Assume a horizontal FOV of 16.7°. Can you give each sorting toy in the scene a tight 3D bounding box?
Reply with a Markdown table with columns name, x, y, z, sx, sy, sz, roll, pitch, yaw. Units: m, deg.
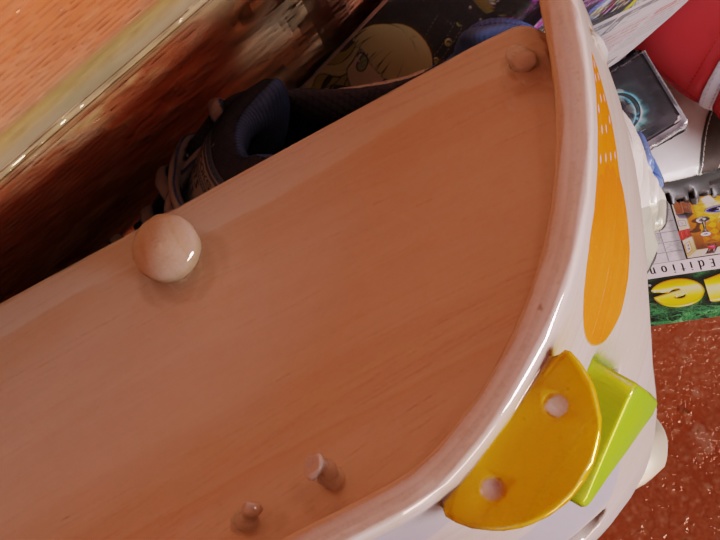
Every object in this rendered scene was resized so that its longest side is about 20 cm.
| name | x | y | z | sx | sy | sz | roll | pitch | yaw |
| --- | --- | --- | --- | --- | --- | --- | --- | --- | --- |
| sorting toy | -0.002 | 0.051 | 0.572 | 0.200 | 0.107 | 0.180 | -28 | 155 | 8 |

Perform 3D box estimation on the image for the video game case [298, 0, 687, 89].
| name | x | y | z | sx | sy | sz | roll | pitch | yaw |
| --- | --- | --- | --- | --- | --- | --- | --- | --- | --- |
| video game case | 0.078 | -0.100 | 0.696 | 0.181 | 0.036 | 0.200 | -44 | 173 | 33 |

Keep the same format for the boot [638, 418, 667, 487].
| name | x | y | z | sx | sy | sz | roll | pitch | yaw |
| --- | --- | --- | --- | --- | --- | --- | --- | --- | --- |
| boot | 0.036 | 0.034 | 0.888 | 0.075 | 0.107 | 0.200 | -37 | -163 | -19 |

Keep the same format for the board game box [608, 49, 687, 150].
| name | x | y | z | sx | sy | sz | roll | pitch | yaw |
| --- | --- | --- | --- | --- | --- | --- | --- | --- | --- |
| board game box | 0.000 | 0.000 | 0.745 | 0.200 | 0.028 | 0.135 | -31 | 180 | 0 |

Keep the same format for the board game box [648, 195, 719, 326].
| name | x | y | z | sx | sy | sz | roll | pitch | yaw |
| --- | --- | --- | --- | --- | --- | --- | --- | --- | --- |
| board game box | 0.147 | -0.017 | 0.976 | 0.200 | 0.023 | 0.105 | -10 | 148 | 13 |

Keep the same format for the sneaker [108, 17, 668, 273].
| name | x | y | z | sx | sy | sz | roll | pitch | yaw |
| --- | --- | --- | --- | --- | --- | --- | --- | --- | --- |
| sneaker | -0.029 | -0.007 | 0.606 | 0.200 | 0.077 | 0.085 | -27 | 140 | 6 |

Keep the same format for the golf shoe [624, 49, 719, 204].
| name | x | y | z | sx | sy | sz | roll | pitch | yaw |
| --- | --- | --- | --- | --- | --- | --- | --- | --- | --- |
| golf shoe | 0.123 | -0.085 | 0.896 | 0.078 | 0.095 | 0.200 | 5 | -152 | 45 |

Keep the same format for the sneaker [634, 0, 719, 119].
| name | x | y | z | sx | sy | sz | roll | pitch | yaw |
| --- | --- | --- | --- | --- | --- | --- | --- | --- | --- |
| sneaker | 0.181 | -0.122 | 0.807 | 0.200 | 0.112 | 0.071 | -44 | 170 | 16 |
